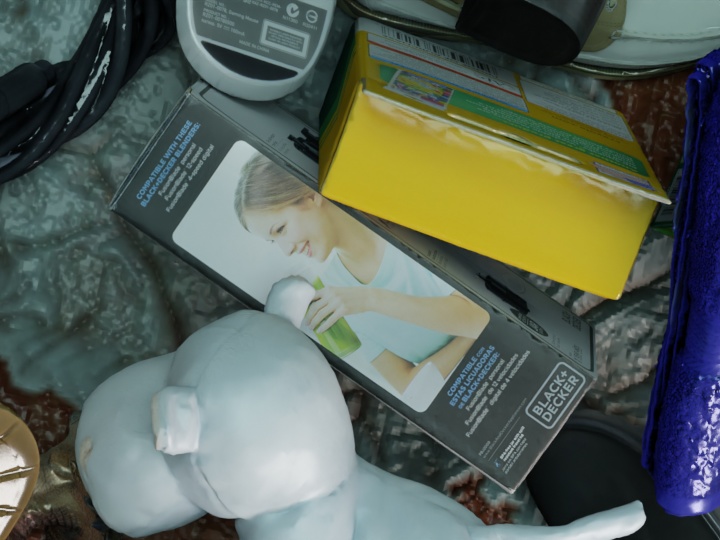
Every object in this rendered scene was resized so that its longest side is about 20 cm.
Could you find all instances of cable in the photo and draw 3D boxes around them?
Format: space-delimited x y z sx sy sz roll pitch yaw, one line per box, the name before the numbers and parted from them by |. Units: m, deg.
cable | -0.151 -0.106 1.199 0.200 0.051 0.164 20 91 -48

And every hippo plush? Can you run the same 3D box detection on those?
hippo plush | -0.036 0.104 1.126 0.161 0.200 0.159 53 47 -20

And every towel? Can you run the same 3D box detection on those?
towel | 0.165 -0.017 1.153 0.049 0.201 0.148 28 40 28

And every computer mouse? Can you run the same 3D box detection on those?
computer mouse | -0.042 -0.165 1.226 0.109 0.044 0.201 19 75 -26

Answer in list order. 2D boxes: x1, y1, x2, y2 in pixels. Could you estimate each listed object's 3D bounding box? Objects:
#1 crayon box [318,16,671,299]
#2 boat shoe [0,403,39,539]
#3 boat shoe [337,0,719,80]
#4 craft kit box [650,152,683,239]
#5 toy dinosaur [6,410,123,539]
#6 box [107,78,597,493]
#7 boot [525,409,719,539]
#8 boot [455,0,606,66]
crayon box | 0.049 -0.045 1.191 0.125 0.200 0.052 20 101 -5
boat shoe | -0.199 0.126 1.134 0.200 0.063 0.073 -50 126 0
boat shoe | 0.088 -0.126 1.273 0.199 0.068 0.075 2 80 -8
craft kit box | 0.251 -0.064 1.282 0.197 0.048 0.201 26 80 -18
toy dinosaur | -0.160 0.143 1.206 0.135 0.086 0.201 22 86 -11
box | 0.000 0.000 1.220 0.200 0.117 0.060 35 100 -3
boot | 0.090 0.158 1.181 0.165 0.066 0.200 43 42 8
boot | 0.043 -0.208 1.216 0.188 0.069 0.201 23 63 -5
